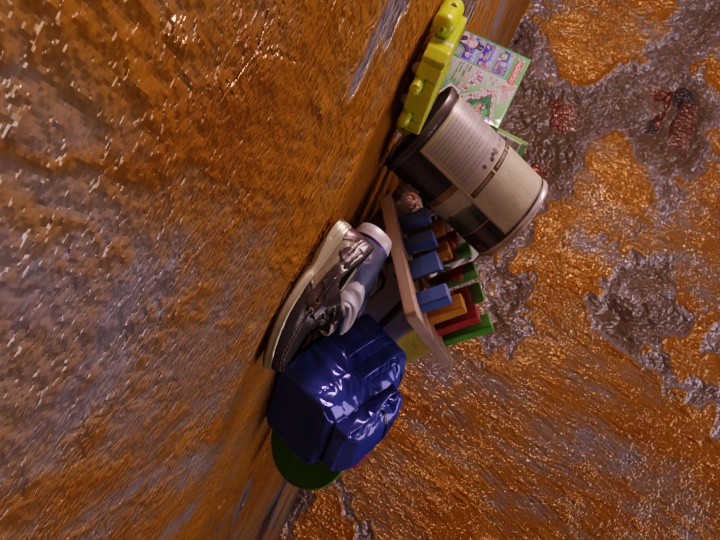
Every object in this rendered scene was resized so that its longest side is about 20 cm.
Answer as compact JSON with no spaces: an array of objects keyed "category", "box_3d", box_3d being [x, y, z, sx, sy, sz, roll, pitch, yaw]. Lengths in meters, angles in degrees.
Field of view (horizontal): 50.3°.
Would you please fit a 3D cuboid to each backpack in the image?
[{"category":"backpack","box_3d":[-0.019,0.180,1.137,0.199,0.168,0.164,-35,162,-40]}]

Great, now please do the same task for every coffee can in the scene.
[{"category":"coffee can","box_3d":[0.153,-0.142,1.115,0.147,0.199,0.147,-47,-169,12]}]

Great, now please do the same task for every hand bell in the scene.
[{"category":"hand bell","box_3d":[0.057,-0.116,1.246,0.201,0.104,0.104,-52,176,9]}]

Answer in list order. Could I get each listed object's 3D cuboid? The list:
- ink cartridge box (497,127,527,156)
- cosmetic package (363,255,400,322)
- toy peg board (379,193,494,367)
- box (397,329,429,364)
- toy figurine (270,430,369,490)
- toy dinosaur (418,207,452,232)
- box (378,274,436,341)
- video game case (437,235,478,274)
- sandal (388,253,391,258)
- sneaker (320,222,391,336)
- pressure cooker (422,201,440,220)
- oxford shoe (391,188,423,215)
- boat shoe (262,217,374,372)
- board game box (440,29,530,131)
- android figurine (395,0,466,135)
[{"category":"ink cartridge box","box_3d":[0.194,-0.228,1.404,0.059,0.197,0.106,-21,138,-62]},{"category":"cosmetic package","box_3d":[0.015,0.055,1.287,0.200,0.052,0.151,-46,-178,18]},{"category":"toy peg board","box_3d":[0.119,0.006,1.137,0.200,0.096,0.204,52,23,-56]},{"category":"box","box_3d":[0.070,0.131,1.329,0.198,0.051,0.075,-32,-171,20]},{"category":"toy figurine","box_3d":[-0.046,0.269,1.320,0.184,0.146,0.206,29,62,-64]},{"category":"toy dinosaur","box_3d":[0.169,-0.138,1.274,0.135,0.086,0.201,-44,-170,21]},{"category":"box","box_3d":[0.061,0.068,1.304,0.144,0.036,0.201,-44,-171,31]},{"category":"video game case","box_3d":[0.142,0.007,1.372,0.182,0.023,0.200,-49,-173,-4]},{"category":"sandal","box_3d":[0.000,0.000,1.276,0.201,0.048,0.075,-48,-177,-27]},{"category":"sneaker","box_3d":[-0.022,0.030,1.079,0.148,0.080,0.201,-56,174,-20]},{"category":"pressure cooker","box_3d":[0.149,-0.112,1.551,0.177,0.178,0.200,-35,180,13]},{"category":"oxford shoe","box_3d":[0.078,-0.099,1.313,0.200,0.069,0.077,-140,-114,-67]},{"category":"boat shoe","box_3d":[-0.045,0.033,0.889,0.204,0.065,0.072,-62,175,-26]},{"category":"board game box","box_3d":[0.206,-0.327,1.335,0.202,0.132,0.029,-60,174,-34]},{"category":"android figurine","box_3d":[0.093,-0.263,1.021,0.184,0.040,0.202,111,5,-45]}]
